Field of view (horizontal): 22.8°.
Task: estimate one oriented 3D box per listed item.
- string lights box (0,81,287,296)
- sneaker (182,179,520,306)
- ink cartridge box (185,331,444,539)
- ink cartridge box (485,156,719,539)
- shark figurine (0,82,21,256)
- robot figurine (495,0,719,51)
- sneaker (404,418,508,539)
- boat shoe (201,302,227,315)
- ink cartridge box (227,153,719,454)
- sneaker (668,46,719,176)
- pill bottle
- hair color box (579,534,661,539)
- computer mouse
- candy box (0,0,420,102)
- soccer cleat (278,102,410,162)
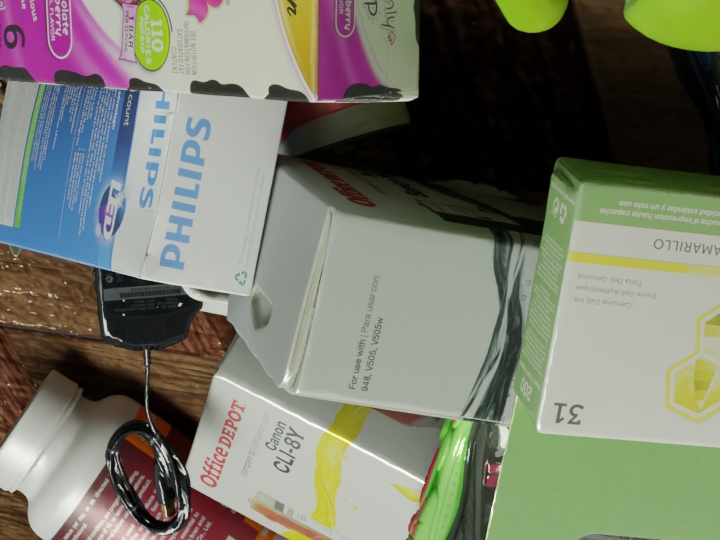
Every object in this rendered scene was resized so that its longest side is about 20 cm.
[{"bbox_3d":[-0.115,-0.052,0.857,0.059,0.103,0.200,11,-179,-33],"label":"string lights box"},{"bbox_3d":[0.000,0.000,0.897,0.199,0.087,0.075,-3,107,6],"label":"sneaker"},{"bbox_3d":[0.003,0.112,1.073,0.199,0.084,0.145,28,145,3],"label":"ink cartridge box"},{"bbox_3d":[0.133,0.061,0.725,0.145,0.048,0.201,6,106,-11],"label":"ink cartridge box"},{"bbox_3d":[-0.242,-0.109,0.967,0.128,0.090,0.215,34,160,33],"label":"shark figurine"},{"bbox_3d":[0.105,-0.162,0.619,0.200,0.175,0.116,50,-179,-1],"label":"robot figurine"},{"bbox_3d":[0.082,0.105,0.958,0.083,0.077,0.201,18,102,-2],"label":"sneaker"},{"bbox_3d":[-0.056,-0.008,0.984,0.199,0.072,0.066,24,134,14],"label":"boat shoe"},{"bbox_3d":[0.053,0.013,0.799,0.199,0.084,0.147,9,-170,-17],"label":"ink cartridge box"},{"bbox_3d":[0.177,-0.082,0.740,0.077,0.076,0.201,-21,119,1],"label":"sneaker"},{"bbox_3d":[-0.151,0.158,1.215,0.199,0.113,0.113,35,144,-7],"label":"pill bottle"},{"bbox_3d":[0.136,0.108,0.872,0.098,0.201,0.061,3,137,34],"label":"hair color box"},{"bbox_3d":[-0.115,0.050,0.976,0.058,0.034,0.201,-2,108,-7],"label":"computer mouse"},{"bbox_3d":[-0.067,-0.138,0.699,0.199,0.061,0.137,8,101,42],"label":"candy box"},{"bbox_3d":[-0.051,-0.085,0.902,0.199,0.068,0.074,-9,95,53],"label":"soccer cleat"}]
